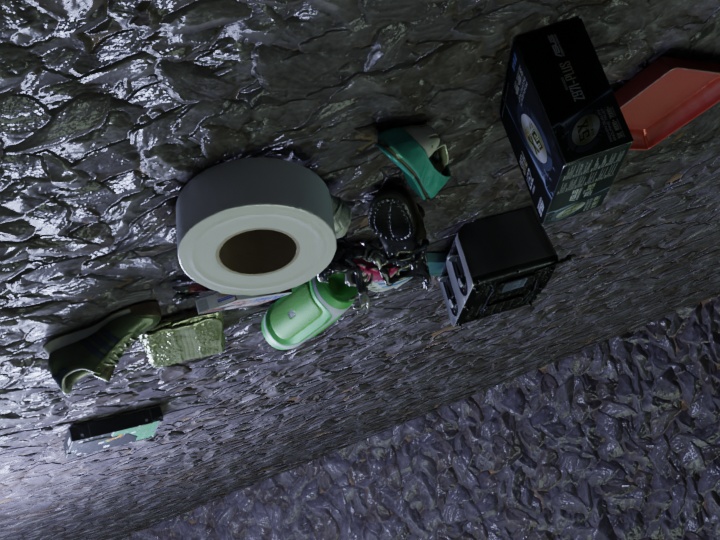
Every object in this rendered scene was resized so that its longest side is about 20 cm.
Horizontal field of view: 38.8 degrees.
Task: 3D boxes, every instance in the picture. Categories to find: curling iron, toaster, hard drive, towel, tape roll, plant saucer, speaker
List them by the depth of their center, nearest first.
[{"bbox_3d":[-0.130,-0.050,1.269,0.198,0.072,0.204,-7,149,-4],"label":"tape roll"},{"bbox_3d":[0.414,-0.236,1.438,0.197,0.037,0.199,-5,158,-40],"label":"plant saucer"},{"bbox_3d":[-0.202,0.017,1.567,0.197,0.026,0.049,-13,-176,-34],"label":"curling iron"},{"bbox_3d":[-0.087,0.062,1.715,0.087,0.090,0.199,-4,157,-40],"label":"speaker"},{"bbox_3d":[-0.300,0.117,1.740,0.145,0.037,0.200,-15,162,-11],"label":"towel"},{"bbox_3d":[0.242,-0.005,1.781,0.196,0.120,0.182,-15,157,-14],"label":"toaster"},{"bbox_3d":[0.119,-0.010,1.837,0.198,0.019,0.070,-1,155,-48],"label":"plant saucer"},{"bbox_3d":[-0.526,0.343,2.177,0.196,0.038,0.140,-10,161,-25],"label":"hard drive"}]

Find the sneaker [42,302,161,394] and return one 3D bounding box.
[{"bbox_3d":[-0.389,0.126,1.577,0.197,0.091,0.067,-21,162,6],"label":"sneaker"}]

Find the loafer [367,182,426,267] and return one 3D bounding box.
[{"bbox_3d":[0.058,-0.076,1.508,0.071,0.073,0.201,9,155,14],"label":"loafer"}]

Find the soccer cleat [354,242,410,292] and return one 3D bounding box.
[{"bbox_3d":[0.023,0.004,1.668,0.198,0.070,0.087,0,138,-51],"label":"soccer cleat"}]

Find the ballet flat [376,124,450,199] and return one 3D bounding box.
[{"bbox_3d":[0.074,-0.151,1.310,0.070,0.067,0.200,-45,160,3],"label":"ballet flat"}]

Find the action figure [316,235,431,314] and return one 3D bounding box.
[{"bbox_3d":[0.000,0.000,1.457,0.195,0.120,0.104,1,123,-4],"label":"action figure"}]

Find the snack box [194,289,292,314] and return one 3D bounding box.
[{"bbox_3d":[-0.177,0.040,1.584,0.071,0.025,0.199,-20,175,19],"label":"snack box"}]

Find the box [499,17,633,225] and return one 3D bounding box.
[{"bbox_3d":[0.240,-0.172,1.229,0.085,0.167,0.200,-18,163,-3],"label":"box"}]

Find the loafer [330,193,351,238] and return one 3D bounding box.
[{"bbox_3d":[-0.103,-0.056,1.398,0.198,0.071,0.070,-25,128,29],"label":"loafer"}]
